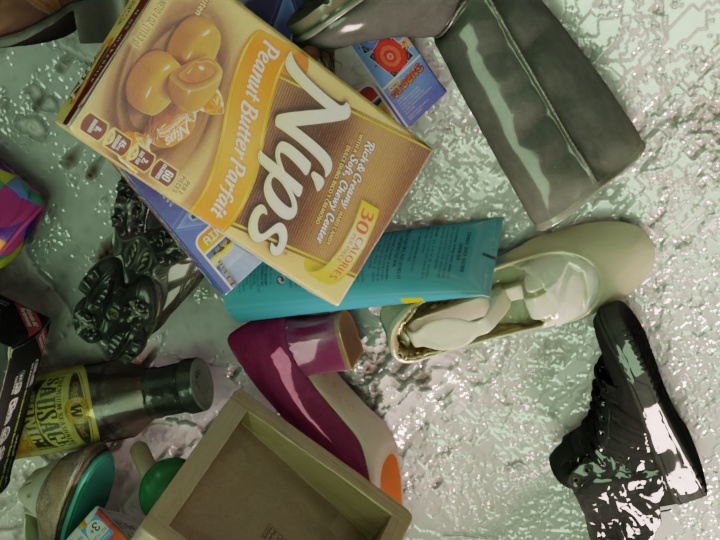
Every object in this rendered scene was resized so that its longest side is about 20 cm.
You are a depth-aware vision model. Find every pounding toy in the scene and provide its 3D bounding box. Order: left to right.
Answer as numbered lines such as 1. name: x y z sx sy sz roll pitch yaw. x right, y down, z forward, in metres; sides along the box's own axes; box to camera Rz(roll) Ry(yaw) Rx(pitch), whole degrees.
1. pounding toy: -0.094 0.192 0.950 0.199 0.184 0.143 35 125 -1

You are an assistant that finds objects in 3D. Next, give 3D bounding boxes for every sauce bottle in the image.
1. sauce bottle: -0.209 0.102 1.047 0.198 0.066 0.067 -14 108 18

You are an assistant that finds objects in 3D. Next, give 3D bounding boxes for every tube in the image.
1. tube: 0.000 0.000 0.951 0.197 0.078 0.051 -7 136 21

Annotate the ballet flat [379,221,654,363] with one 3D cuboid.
1. ballet flat: 0.104 0.021 0.932 0.198 0.070 0.070 -17 107 20

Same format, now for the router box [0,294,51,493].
1. router box: -0.339 0.070 1.003 0.198 0.062 0.151 25 113 8

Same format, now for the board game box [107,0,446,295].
1. board game box: -0.057 -0.103 0.867 0.200 0.034 0.136 -42 113 -10

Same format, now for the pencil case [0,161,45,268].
1. pencil case: -0.319 -0.084 0.987 0.200 0.089 0.088 44 115 -7

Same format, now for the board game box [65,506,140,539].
1. board game box: -0.149 0.286 1.009 0.200 0.105 0.103 41 83 16

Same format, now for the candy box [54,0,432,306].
1. candy box: -0.067 -0.081 0.817 0.199 0.055 0.116 34 87 -24

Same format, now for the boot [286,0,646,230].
1. boot: 0.070 -0.115 0.853 0.181 0.072 0.202 -31 108 -13

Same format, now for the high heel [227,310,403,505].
1. high heel: -0.031 0.126 1.011 0.095 0.067 0.202 -9 112 23

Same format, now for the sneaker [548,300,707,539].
1. sneaker: 0.174 0.121 0.956 0.103 0.060 0.201 -21 116 19

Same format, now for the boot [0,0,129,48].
1. boot: -0.221 -0.251 0.902 0.186 0.068 0.203 3 107 32

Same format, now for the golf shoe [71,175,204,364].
1. golf shoe: -0.133 -0.032 0.954 0.078 0.095 0.201 39 117 3

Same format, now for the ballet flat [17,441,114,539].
1. ballet flat: -0.238 0.195 1.073 0.067 0.068 0.202 28 133 15
